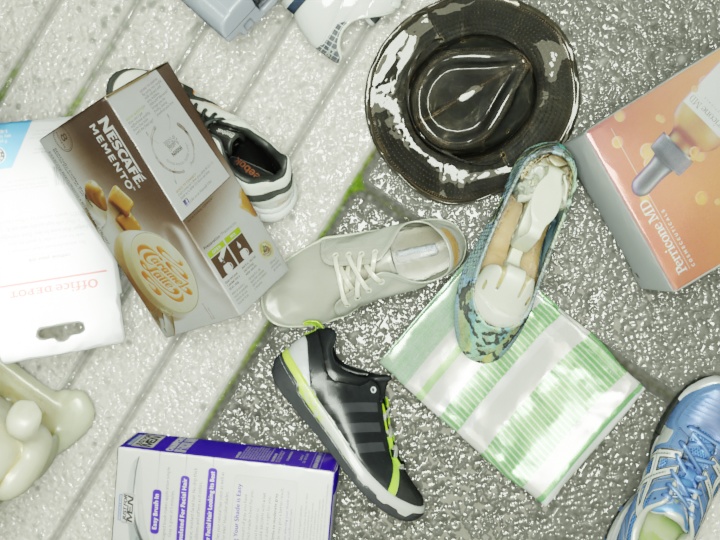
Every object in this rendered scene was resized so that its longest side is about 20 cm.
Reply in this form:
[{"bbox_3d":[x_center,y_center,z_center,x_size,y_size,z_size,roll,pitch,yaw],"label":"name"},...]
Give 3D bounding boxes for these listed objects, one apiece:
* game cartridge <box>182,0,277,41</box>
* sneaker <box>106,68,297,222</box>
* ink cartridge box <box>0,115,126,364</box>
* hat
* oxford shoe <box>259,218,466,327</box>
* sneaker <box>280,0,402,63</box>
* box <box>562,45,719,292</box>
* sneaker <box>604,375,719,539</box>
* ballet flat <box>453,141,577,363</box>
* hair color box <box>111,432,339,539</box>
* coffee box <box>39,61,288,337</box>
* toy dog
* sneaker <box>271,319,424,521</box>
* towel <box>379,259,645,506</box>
[{"bbox_3d":[-0.084,-0.305,0.832,0.200,0.040,0.133,-47,53,-1],"label":"game cartridge"},{"bbox_3d":[-0.137,-0.124,0.842,0.198,0.080,0.074,31,73,1],"label":"sneaker"},{"bbox_3d":[-0.281,-0.027,0.846,0.114,0.067,0.204,-9,91,-21],"label":"ink cartridge box"},{"bbox_3d":[0.099,-0.158,0.833,0.196,0.081,0.205,0,90,3],"label":"hat"},{"bbox_3d":[0.000,0.000,0.855,0.196,0.058,0.077,-17,94,6],"label":"oxford shoe"},{"bbox_3d":[0.023,-0.278,0.846,0.199,0.076,0.081,-41,98,10],"label":"sneaker"},{"bbox_3d":[0.299,-0.097,0.809,0.198,0.106,0.154,-31,90,1],"label":"box"},{"bbox_3d":[0.284,0.189,0.833,0.075,0.077,0.203,24,91,4],"label":"sneaker"},{"bbox_3d":[0.132,-0.016,0.812,0.073,0.074,0.204,18,90,3],"label":"ballet flat"},{"bbox_3d":[-0.121,0.216,0.861,0.196,0.065,0.112,6,94,2],"label":"hair color box"},{"bbox_3d":[-0.164,-0.055,0.802,0.113,0.080,0.202,-15,111,42],"label":"coffee box"},{"bbox_3d":[-0.346,0.158,0.799,0.194,0.200,0.140,-43,97,7],"label":"toy dog"},{"bbox_3d":[0.004,0.132,0.848,0.083,0.072,0.201,-40,93,0],"label":"sneaker"},{"bbox_3d":[0.139,0.092,0.855,0.200,0.023,0.153,42,89,-2],"label":"towel"}]
